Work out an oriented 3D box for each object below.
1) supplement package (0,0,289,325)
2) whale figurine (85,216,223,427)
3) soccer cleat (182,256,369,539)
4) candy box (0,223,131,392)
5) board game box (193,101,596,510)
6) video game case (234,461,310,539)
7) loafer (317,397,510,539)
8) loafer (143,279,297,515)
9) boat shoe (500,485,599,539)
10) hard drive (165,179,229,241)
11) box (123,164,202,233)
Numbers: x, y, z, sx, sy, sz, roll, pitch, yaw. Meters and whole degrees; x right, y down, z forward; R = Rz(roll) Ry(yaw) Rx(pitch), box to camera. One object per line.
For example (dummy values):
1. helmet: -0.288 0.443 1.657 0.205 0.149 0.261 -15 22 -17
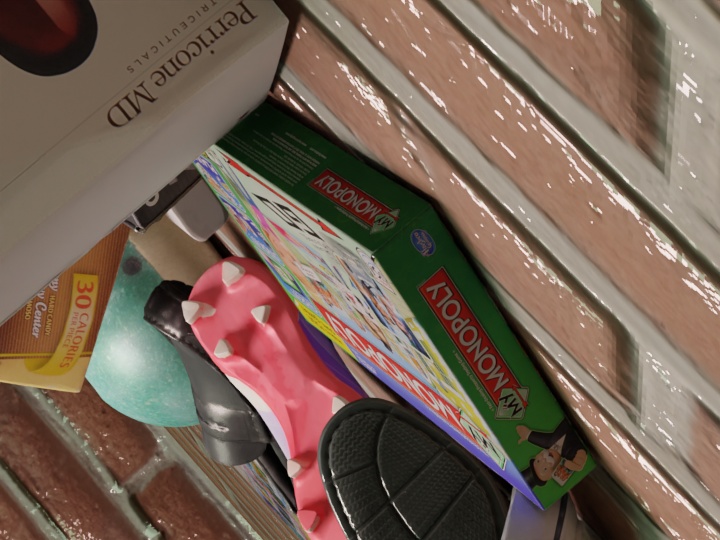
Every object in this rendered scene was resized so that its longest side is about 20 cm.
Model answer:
1. supplement package: -0.161 -0.087 0.755 0.200 0.191 0.147 49 171 1
2. whale figurine: -0.138 0.014 1.311 0.200 0.104 0.159 42 168 39
3. soccer cleat: -0.016 0.075 1.098 0.200 0.067 0.076 54 -164 21
4. candy box: -0.217 -0.015 1.078 0.199 0.116 0.055 11 -165 -32
5. board game box: 0.000 0.000 0.849 0.135 0.029 0.200 56 168 -32
6. video game case: -0.082 0.176 1.943 0.182 0.024 0.200 45 169 26
7. loafer: 0.056 0.139 1.021 0.200 0.072 0.063 46 -177 2
8. loafer: -0.060 0.075 1.218 0.068 0.070 0.201 35 172 43
9. boat shoe: 0.087 0.134 0.893 0.066 0.074 0.200 13 163 9
10. hard drive: -0.148 -0.098 1.157 0.132 0.026 0.200 56 169 -32
11. box: -0.176 -0.129 0.984 0.198 0.050 0.200 31 157 42
